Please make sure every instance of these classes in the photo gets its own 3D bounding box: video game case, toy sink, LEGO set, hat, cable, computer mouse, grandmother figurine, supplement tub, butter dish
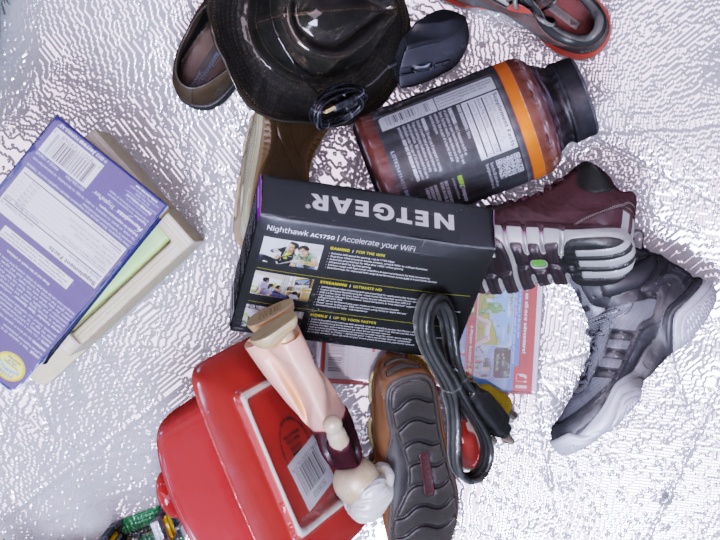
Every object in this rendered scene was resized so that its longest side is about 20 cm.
[{"bbox_3d":[0.061,0.033,1.627,0.199,0.017,0.144,3,92,0],"label":"video game case"},{"bbox_3d":[-0.253,-0.006,1.579,0.200,0.112,0.130,-41,91,2],"label":"toy sink"},{"bbox_3d":[-0.217,0.289,1.587,0.199,0.116,0.155,-11,92,1],"label":"LEGO set"},{"bbox_3d":[-0.026,-0.217,1.545,0.200,0.081,0.202,5,81,-32],"label":"hat"},{"bbox_3d":[0.076,0.105,1.557,0.097,0.050,0.200,-57,132,-24],"label":"cable"},{"bbox_3d":[0.031,-0.166,1.557,0.034,0.059,0.200,37,52,22],"label":"computer mouse"},{"bbox_3d":[-0.031,0.122,1.528,0.060,0.121,0.201,-24,108,9],"label":"grandmother figurine"},{"bbox_3d":[0.101,-0.115,1.578,0.199,0.107,0.108,-20,92,0],"label":"supplement tub"},{"bbox_3d":[-0.109,0.172,1.569,0.147,0.200,0.200,-23,92,24],"label":"butter dish"}]

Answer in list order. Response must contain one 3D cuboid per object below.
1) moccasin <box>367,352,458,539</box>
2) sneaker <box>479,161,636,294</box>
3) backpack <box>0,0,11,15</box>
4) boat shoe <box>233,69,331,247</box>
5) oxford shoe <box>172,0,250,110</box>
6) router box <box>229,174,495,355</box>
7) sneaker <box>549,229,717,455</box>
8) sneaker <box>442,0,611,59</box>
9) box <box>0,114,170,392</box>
[{"bbox_3d":[0.038,0.170,1.605,0.073,0.078,0.203,-18,112,-12],"label":"moccasin"},{"bbox_3d":[0.148,-0.043,1.592,0.199,0.116,0.076,3,135,20],"label":"sneaker"},{"bbox_3d":[-0.386,-0.239,1.549,0.175,0.153,0.201,7,102,-2],"label":"backpack"},{"bbox_3d":[-0.070,-0.115,1.594,0.072,0.065,0.201,19,75,-27],"label":"boat shoe"},{"bbox_3d":[-0.098,-0.231,1.585,0.072,0.084,0.201,27,89,3],"label":"oxford shoe"},{"bbox_3d":[0.000,0.000,1.534,0.199,0.150,0.051,8,48,-10],"label":"router box"},{"bbox_3d":[0.210,0.059,1.602,0.114,0.075,0.200,42,86,-1],"label":"sneaker"},{"bbox_3d":[0.132,-0.251,1.583,0.199,0.082,0.077,24,92,-1],"label":"sneaker"},{"bbox_3d":[-0.265,-0.012,1.507,0.121,0.032,0.200,39,86,-1],"label":"box"}]
